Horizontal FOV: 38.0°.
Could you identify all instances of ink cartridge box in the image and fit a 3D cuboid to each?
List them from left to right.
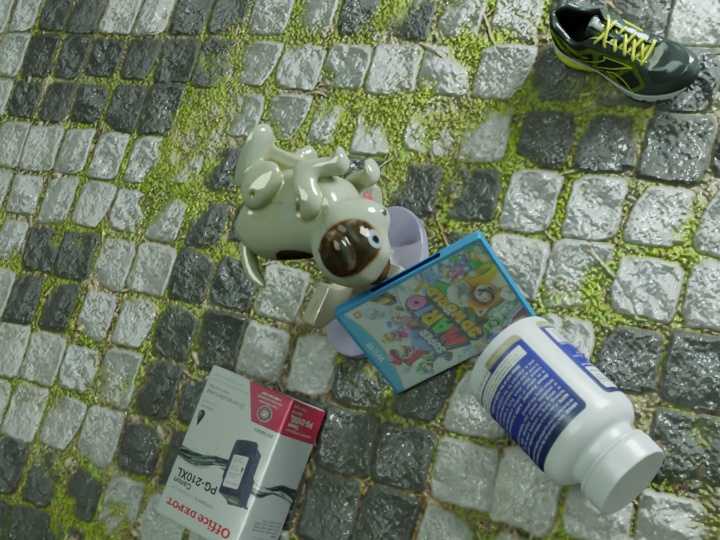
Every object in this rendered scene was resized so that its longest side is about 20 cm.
[{"bbox_3d":[-0.152,0.244,1.328,0.143,0.084,0.203,17,82,34],"label":"ink cartridge box"}]

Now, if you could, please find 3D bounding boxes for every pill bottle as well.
[{"bbox_3d":[0.220,0.156,1.116,0.120,0.119,0.200,-48,56,7],"label":"pill bottle"}]

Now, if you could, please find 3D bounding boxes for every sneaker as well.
[{"bbox_3d":[0.302,-0.260,1.237,0.198,0.084,0.075,25,87,35],"label":"sneaker"}]

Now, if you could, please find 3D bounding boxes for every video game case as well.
[{"bbox_3d":[0.089,0.053,1.225,0.198,0.144,0.018,-28,30,19],"label":"video game case"}]

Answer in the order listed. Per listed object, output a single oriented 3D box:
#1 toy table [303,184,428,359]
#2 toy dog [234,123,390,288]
[{"bbox_3d":[0.000,0.000,1.306,0.181,0.117,0.203,6,75,32],"label":"toy table"},{"bbox_3d":[-0.051,-0.056,1.206,0.198,0.139,0.196,27,86,33],"label":"toy dog"}]
